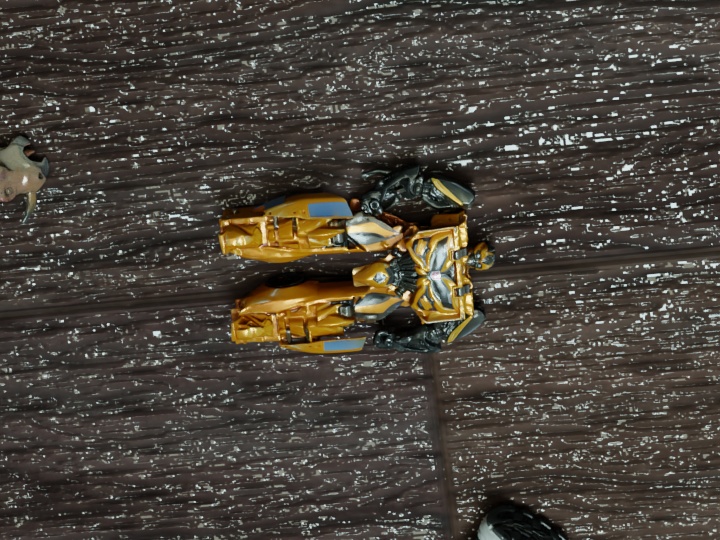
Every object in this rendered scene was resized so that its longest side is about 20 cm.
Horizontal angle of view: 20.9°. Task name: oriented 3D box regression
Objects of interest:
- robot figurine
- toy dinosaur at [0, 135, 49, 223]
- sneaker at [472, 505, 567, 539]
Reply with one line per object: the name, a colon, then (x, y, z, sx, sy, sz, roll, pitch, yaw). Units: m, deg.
robot figurine: (0.000, 0.000, 1.432, 0.198, 0.058, 0.146, -4, 109, 8)
toy dinosaur: (-0.343, -0.053, 1.440, 0.199, 0.086, 0.136, -27, 111, 19)
sneaker: (0.163, 0.264, 1.505, 0.199, 0.074, 0.080, 36, 118, 0)
